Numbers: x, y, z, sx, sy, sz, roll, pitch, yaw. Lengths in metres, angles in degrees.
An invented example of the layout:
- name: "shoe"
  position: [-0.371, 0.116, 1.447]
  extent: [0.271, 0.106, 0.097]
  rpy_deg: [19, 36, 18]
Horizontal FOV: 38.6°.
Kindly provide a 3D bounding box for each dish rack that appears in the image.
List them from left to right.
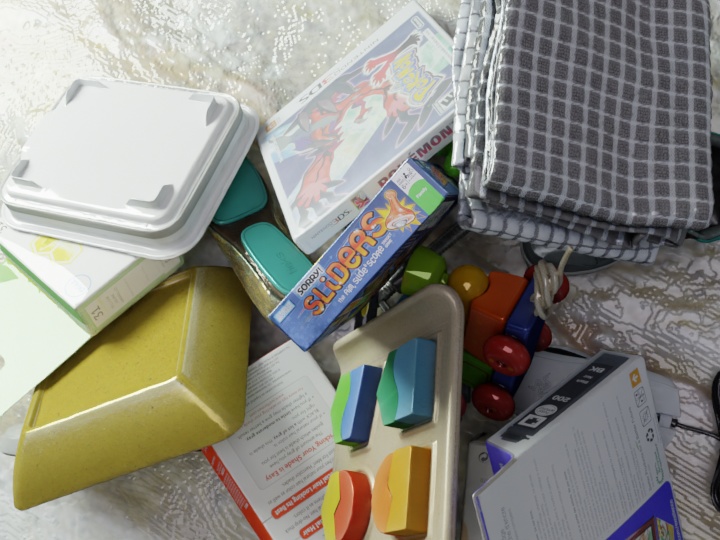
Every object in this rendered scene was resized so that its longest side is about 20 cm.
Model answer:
- name: "dish rack"
  position: [-0.202, -0.100, 0.871]
  extent: [0.199, 0.044, 0.172]
  rpy_deg: [11, 59, 22]

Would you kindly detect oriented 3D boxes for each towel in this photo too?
- name: "towel"
  position: [0.144, -0.114, 0.665]
  extent: [0.165, 0.086, 0.201]
  rpy_deg: [11, 72, -22]

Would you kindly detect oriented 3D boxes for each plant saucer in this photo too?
- name: "plant saucer"
  position: [-0.188, 0.077, 0.834]
  extent: [0.199, 0.200, 0.049]
  rpy_deg: [-20, 125, 11]

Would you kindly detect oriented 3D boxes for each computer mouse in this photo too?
- name: "computer mouse"
  position: [0.208, 0.112, 0.800]
  extent: [0.199, 0.044, 0.110]
  rpy_deg: [13, 90, 14]

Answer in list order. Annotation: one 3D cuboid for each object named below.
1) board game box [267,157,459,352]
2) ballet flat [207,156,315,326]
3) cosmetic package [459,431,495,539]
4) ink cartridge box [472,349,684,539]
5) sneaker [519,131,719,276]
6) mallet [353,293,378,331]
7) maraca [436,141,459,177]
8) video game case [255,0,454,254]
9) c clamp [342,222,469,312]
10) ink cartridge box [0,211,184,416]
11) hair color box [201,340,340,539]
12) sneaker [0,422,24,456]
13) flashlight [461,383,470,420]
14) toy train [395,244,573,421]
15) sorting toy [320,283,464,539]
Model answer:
- name: "board game box"
  position: [0.014, -0.016, 0.723]
  extent: [0.034, 0.200, 0.135]
  rpy_deg: [43, 99, 4]
- name: "ballet flat"
  position: [-0.095, -0.028, 0.873]
  extent: [0.071, 0.071, 0.200]
  rpy_deg: [-41, 61, 8]
- name: "cosmetic package"
  position: [0.112, 0.230, 0.786]
  extent: [0.071, 0.105, 0.201]
  rpy_deg: [5, 86, 13]
- name: "ink cartridge box"
  position: [0.149, 0.186, 0.712]
  extent: [0.043, 0.200, 0.199]
  rpy_deg: [0, 112, 47]
- name: "sneaker"
  position: [0.213, -0.046, 0.770]
  extent: [0.199, 0.121, 0.084]
  rpy_deg: [-20, 82, 11]
- name: "mallet"
  position: [0.000, 0.000, 0.846]
  extent: [0.066, 0.041, 0.201]
  rpy_deg: [15, 93, 17]
- name: "maraca"
  position: [0.137, -0.127, 0.779]
  extent: [0.137, 0.107, 0.200]
  rpy_deg: [12, 46, 38]
- name: "video game case"
  position: [0.003, -0.121, 0.811]
  extent: [0.182, 0.200, 0.023]
  rpy_deg: [-38, 123, 9]
- name: "c clamp"
  position: [0.067, -0.050, 0.860]
  extent: [0.200, 0.027, 0.171]
  rpy_deg: [-45, 72, 9]
- name: "ink cartridge box"
  position: [-0.268, 0.010, 0.861]
  extent: [0.200, 0.048, 0.145]
  rpy_deg: [-41, 53, -21]
- name: "hair color box"
  position: [-0.043, 0.169, 0.828]
  extent: [0.111, 0.064, 0.200]
  rpy_deg: [-31, 77, -21]
- name: "sneaker"
  position: [-0.214, 0.121, 0.896]
  extent: [0.199, 0.073, 0.085]
  rpy_deg: [-5, 82, 2]
- name: "flashlight"
  position: [0.050, 0.164, 0.787]
  extent: [0.067, 0.068, 0.201]
  rpy_deg: [13, 60, -16]
- name: "toy train"
  position: [0.080, 0.015, 0.723]
  extent: [0.115, 0.200, 0.085]
  rpy_deg: [25, 59, 15]
- name: "sorting toy"
  position: [0.015, 0.127, 0.722]
  extent: [0.036, 0.185, 0.201]
  rpy_deg: [9, 68, -24]
